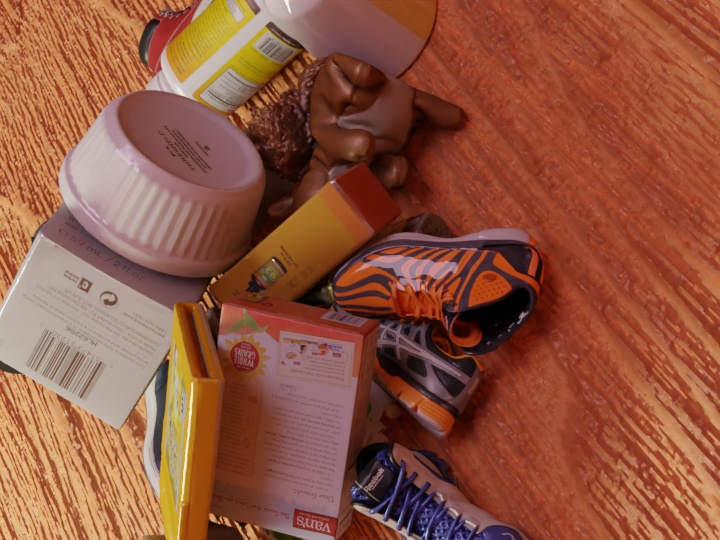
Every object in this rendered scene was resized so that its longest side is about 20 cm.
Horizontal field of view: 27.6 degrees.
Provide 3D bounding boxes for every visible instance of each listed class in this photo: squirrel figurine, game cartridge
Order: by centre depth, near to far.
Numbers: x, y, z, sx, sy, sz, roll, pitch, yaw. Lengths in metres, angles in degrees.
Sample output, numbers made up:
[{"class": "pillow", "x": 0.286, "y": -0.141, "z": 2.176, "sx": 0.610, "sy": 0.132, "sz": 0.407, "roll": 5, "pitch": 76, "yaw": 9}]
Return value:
[{"class": "game cartridge", "x": -0.156, "y": 0.152, "z": 1.314, "sx": 0.176, "sy": 0.032, "sz": 0.201, "roll": -121, "pitch": 38, "yaw": -67}, {"class": "squirrel figurine", "x": -0.027, "y": -0.120, "z": 1.497, "sx": 0.200, "sy": 0.141, "sz": 0.187, "roll": 29, "pitch": 97, "yaw": 48}]

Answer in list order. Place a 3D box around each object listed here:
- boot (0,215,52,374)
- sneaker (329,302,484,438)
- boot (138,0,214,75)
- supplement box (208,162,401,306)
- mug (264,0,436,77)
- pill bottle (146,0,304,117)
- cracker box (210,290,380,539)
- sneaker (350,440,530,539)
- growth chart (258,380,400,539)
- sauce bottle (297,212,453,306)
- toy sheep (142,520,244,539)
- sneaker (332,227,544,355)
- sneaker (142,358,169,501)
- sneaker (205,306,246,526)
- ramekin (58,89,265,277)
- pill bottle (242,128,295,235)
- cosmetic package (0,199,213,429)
[{"class": "boot", "x": -0.383, "y": 0.017, "z": 1.812, "sx": 0.200, "sy": 0.069, "sz": 0.174, "roll": -39, "pitch": 44, "yaw": 13}, {"class": "sneaker", "x": 0.042, "y": 0.078, "z": 1.371, "sx": 0.077, "sy": 0.078, "sz": 0.200, "roll": -46, "pitch": 47, "yaw": -4}, {"class": "boot", "x": -0.200, "y": -0.318, "z": 1.804, "sx": 0.200, "sy": 0.072, "sz": 0.144, "roll": -53, "pitch": 42, "yaw": 14}, {"class": "supplement box", "x": -0.055, "y": -0.018, "z": 1.401, "sx": 0.200, "sy": 0.069, "sz": 0.067, "roll": -38, "pitch": 90, "yaw": 33}, {"class": "mug", "x": -0.017, "y": -0.308, "z": 1.561, "sx": 0.149, "sy": 0.153, "sz": 0.187, "roll": 10, "pitch": 76, "yaw": 46}, {"class": "pill bottle", "x": -0.153, "y": -0.250, "z": 1.692, "sx": 0.200, "sy": 0.109, "sz": 0.109, "roll": -39, "pitch": 47, "yaw": 22}, {"class": "cracker box", "x": -0.065, "y": 0.131, "z": 1.308, "sx": 0.133, "sy": 0.058, "sz": 0.201, "roll": 13, "pitch": 105, "yaw": 14}, {"class": "sneaker", "x": 0.052, "y": 0.210, "z": 1.253, "sx": 0.081, "sy": 0.115, "sz": 0.199, "roll": -56, "pitch": 43, "yaw": 6}, {"class": "growth chart", "x": -0.037, "y": 0.186, "z": 1.420, "sx": 0.145, "sy": 0.018, "sz": 0.200, "roll": 25, "pitch": 87, "yaw": 51}, {"class": "sauce bottle", "x": 0.000, "y": 0.000, "z": 1.452, "sx": 0.200, "sy": 0.065, "sz": 0.065, "roll": -21, "pitch": 56, "yaw": 37}, {"class": "toy sheep", "x": -0.152, "y": 0.303, "z": 1.386, "sx": 0.138, "sy": 0.138, "sz": 0.201, "roll": -33, "pitch": 58, "yaw": 27}, {"class": "sneaker", "x": 0.064, "y": 0.023, "z": 1.313, "sx": 0.199, "sy": 0.078, "sz": 0.112, "roll": -12, "pitch": 36, "yaw": 17}, {"class": "sneaker", "x": -0.154, "y": 0.148, "z": 1.509, "sx": 0.146, "sy": 0.077, "sz": 0.203, "roll": -37, "pitch": 47, "yaw": 27}, {"class": "sneaker", "x": -0.124, "y": 0.140, "z": 1.389, "sx": 0.106, "sy": 0.075, "sz": 0.200, "roll": -31, "pitch": 84, "yaw": 15}, {"class": "ramekin", "x": -0.185, "y": -0.093, "z": 1.439, "sx": 0.094, "sy": 0.202, "sz": 0.203, "roll": -57, "pitch": 40, "yaw": 30}, {"class": "pill bottle", "x": -0.170, "y": -0.068, "z": 1.613, "sx": 0.200, "sy": 0.111, "sz": 0.111, "roll": -35, "pitch": 49, "yaw": 26}, {"class": "cosmetic package", "x": -0.250, "y": 0.014, "z": 1.494, "sx": 0.167, "sy": 0.167, "sz": 0.200, "roll": -56, "pitch": 7, "yaw": 31}]
